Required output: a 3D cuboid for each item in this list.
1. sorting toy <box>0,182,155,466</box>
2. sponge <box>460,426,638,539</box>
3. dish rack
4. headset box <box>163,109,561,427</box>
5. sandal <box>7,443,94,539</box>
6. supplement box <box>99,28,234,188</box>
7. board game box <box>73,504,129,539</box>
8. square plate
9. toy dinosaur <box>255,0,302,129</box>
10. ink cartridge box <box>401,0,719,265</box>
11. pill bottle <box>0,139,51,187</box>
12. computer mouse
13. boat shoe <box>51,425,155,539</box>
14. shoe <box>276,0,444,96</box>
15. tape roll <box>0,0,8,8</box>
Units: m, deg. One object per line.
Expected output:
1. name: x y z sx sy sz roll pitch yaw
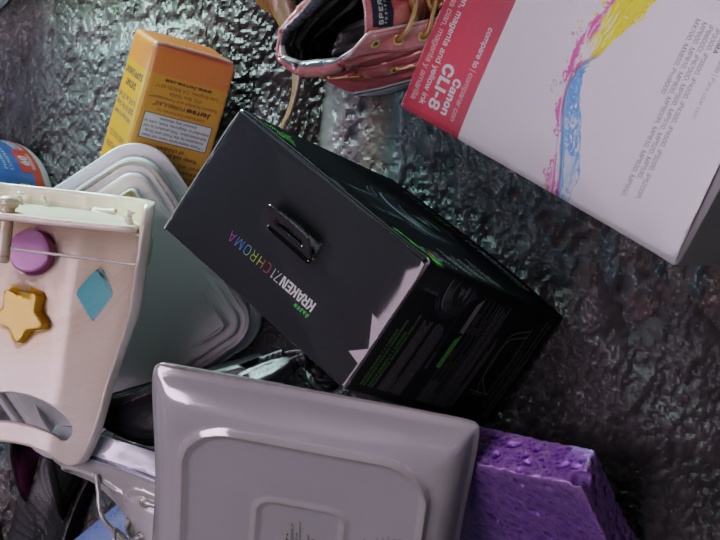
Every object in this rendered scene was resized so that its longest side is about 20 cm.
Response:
1. sorting toy: -0.229 0.035 1.265 0.198 0.107 0.182 7 93 8
2. sponge: 0.072 0.135 1.194 0.199 0.112 0.030 9 56 36
3. dish rack: -0.186 0.027 1.344 0.199 0.044 0.172 -33 100 3
4. headset box: 0.000 0.000 1.190 0.174 0.200 0.093 40 100 32
5. sandal: -0.237 0.153 1.455 0.075 0.048 0.202 15 97 36
6. supplement box: -0.154 -0.067 1.386 0.067 0.068 0.202 -142 66 -65
7. board game box: -0.092 0.223 1.307 0.199 0.043 0.200 -40 63 5
8. square plate: -0.035 0.153 1.174 0.196 0.029 0.201 10 129 5
9. toy dinosaur: -0.057 -0.199 1.351 0.201 0.060 0.106 65 145 26
10. ink cartridge box: 0.159 -0.110 1.108 0.199 0.145 0.146 32 106 27
11. pill bottle: -0.337 -0.052 1.447 0.111 0.199 0.113 -2 86 35
12. computer mouse: -0.089 0.086 1.262 0.198 0.140 0.046 -16 93 5
13. boat shoe: -0.130 0.170 1.280 0.200 0.075 0.087 19 81 15
14. shoe: 0.042 -0.164 1.242 0.199 0.091 0.072 -17 77 34
15. tape roll: -0.350 -0.293 1.551 0.201 0.071 0.205 -3 85 36
